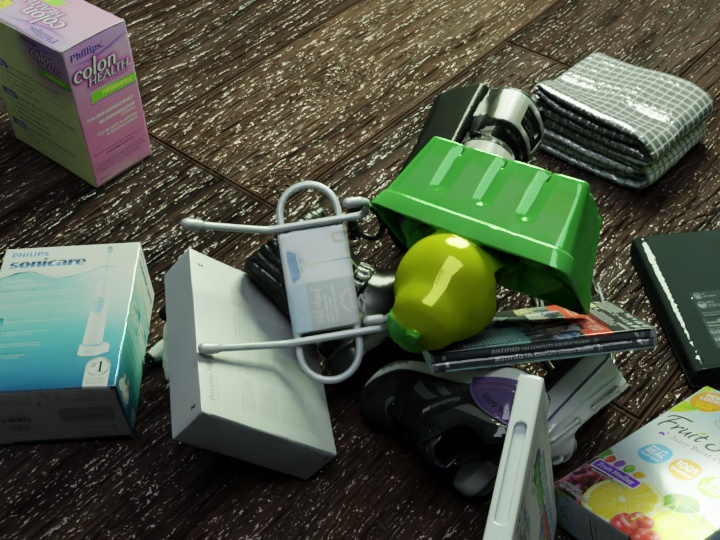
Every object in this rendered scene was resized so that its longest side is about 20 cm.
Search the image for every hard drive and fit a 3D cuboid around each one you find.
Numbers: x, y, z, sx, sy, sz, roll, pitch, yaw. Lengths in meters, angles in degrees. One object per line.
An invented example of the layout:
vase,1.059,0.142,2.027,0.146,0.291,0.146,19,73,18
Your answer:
hard drive,0.391,0.033,1.027,0.139,0.033,0.200,-5,45,-4

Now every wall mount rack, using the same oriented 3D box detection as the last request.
wall mount rack,-0.067,0.007,0.880,0.173,0.075,0.200,-9,77,-3

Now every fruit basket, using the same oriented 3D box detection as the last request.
fruit basket,0.101,-0.003,0.867,0.215,0.156,0.216,-8,68,19

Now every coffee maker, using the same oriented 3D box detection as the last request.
coffee maker,0.104,-0.123,1.120,0.192,0.135,0.200,12,46,14

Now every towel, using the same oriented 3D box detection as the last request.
towel,0.330,-0.204,1.231,0.200,0.086,0.166,31,52,28

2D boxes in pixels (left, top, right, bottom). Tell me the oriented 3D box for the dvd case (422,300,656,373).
dvd case,0.156,0.059,0.891,0.200,0.022,0.146,-6,8,-2

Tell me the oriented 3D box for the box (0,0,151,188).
box,-0.371,-0.237,1.199,0.176,0.200,0.097,30,53,28

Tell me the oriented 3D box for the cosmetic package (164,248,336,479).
cosmetic package,-0.109,0.087,0.910,0.151,0.052,0.200,28,33,-35

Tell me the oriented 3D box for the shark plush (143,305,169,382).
shark plush,-0.148,0.062,1.015,0.083,0.091,0.200,36,32,8

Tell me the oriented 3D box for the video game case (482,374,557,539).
video game case,0.125,0.214,0.733,0.024,0.200,0.182,3,44,19

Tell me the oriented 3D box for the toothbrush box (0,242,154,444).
toothbrush box,-0.299,0.069,0.969,0.146,0.085,0.200,-4,45,-1

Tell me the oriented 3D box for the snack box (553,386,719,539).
snack box,0.290,0.187,0.828,0.200,0.053,0.142,-25,27,-22

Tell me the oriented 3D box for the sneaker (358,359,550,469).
sneaker,0.064,0.133,0.855,0.200,0.076,0.088,-9,30,42

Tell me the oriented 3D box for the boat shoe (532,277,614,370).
boat shoe,0.224,0.040,1.004,0.074,0.060,0.200,-1,45,-2

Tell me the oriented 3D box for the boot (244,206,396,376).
boot,0.001,-0.001,0.984,0.211,0.079,0.158,-31,77,-38

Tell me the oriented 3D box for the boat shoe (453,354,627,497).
boat shoe,0.174,0.150,0.889,0.200,0.074,0.065,-40,91,-14
